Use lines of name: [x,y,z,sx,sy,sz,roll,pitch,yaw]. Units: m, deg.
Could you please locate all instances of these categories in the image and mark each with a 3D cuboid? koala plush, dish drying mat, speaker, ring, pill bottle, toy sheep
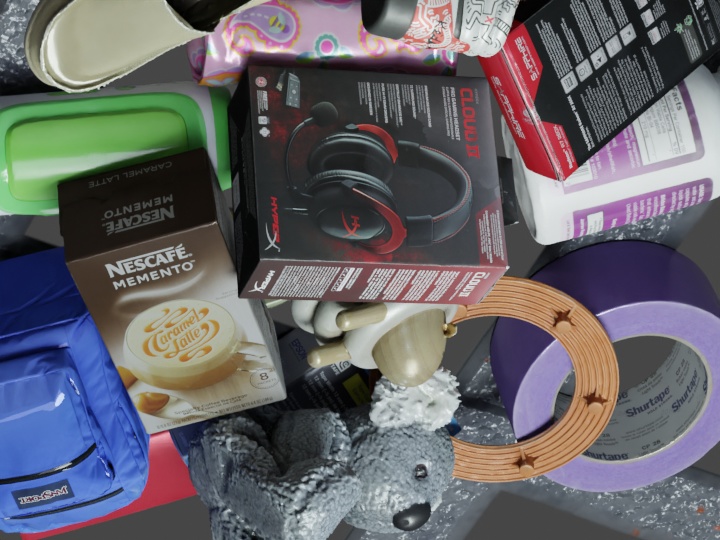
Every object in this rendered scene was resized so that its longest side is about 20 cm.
koala plush: [-0.012,0.156,1.662,0.199,0.184,0.178,-21,135,-25]
dish drying mat: [-0.195,0.170,1.795,0.199,0.018,0.077,-16,129,0]
speaker: [-0.191,-0.088,1.562,0.199,0.089,0.089,-5,127,-9]
ring: [0.105,0.091,1.708,0.199,0.019,0.201,1,124,2]
pill bottle: [0.214,-0.097,1.633,0.199,0.113,0.113,-15,128,-2]
toy sheep: [0.000,0.000,1.600,0.137,0.201,0.138,-25,159,-10]

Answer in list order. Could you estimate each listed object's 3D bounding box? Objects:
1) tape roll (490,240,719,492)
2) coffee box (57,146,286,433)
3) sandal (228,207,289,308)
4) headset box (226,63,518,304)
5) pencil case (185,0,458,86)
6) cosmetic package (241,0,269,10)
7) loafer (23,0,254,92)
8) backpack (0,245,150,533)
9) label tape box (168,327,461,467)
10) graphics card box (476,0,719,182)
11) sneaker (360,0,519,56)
tape roll: [0.212,0.080,1.782,0.199,0.085,0.201,-6,128,-8]
coffee box: [-0.135,0.018,1.564,0.114,0.080,0.201,-15,137,4]
sandal: [-0.125,-0.020,1.626,0.200,0.057,0.080,16,82,-22]
headset box: [0.013,-0.058,1.510,0.199,0.150,0.075,3,158,-16]
pencil case: [-0.024,-0.170,1.542,0.199,0.088,0.088,0,126,-13]
cosmetic package: [-0.109,-0.224,1.468,0.199,0.104,0.073,-17,129,2]
loafer: [-0.131,-0.176,1.390,0.199,0.068,0.076,-33,125,12]
backpack: [-0.249,0.110,1.647,0.161,0.168,0.201,-10,131,5]
label tape box: [-0.038,0.126,1.763,0.199,0.066,0.144,-35,125,-2]
graphics card box: [0.177,-0.173,1.543,0.200,0.051,0.126,-40,122,-19]
sneaker: [0.064,-0.242,1.460,0.107,0.203,0.067,12,163,-22]
